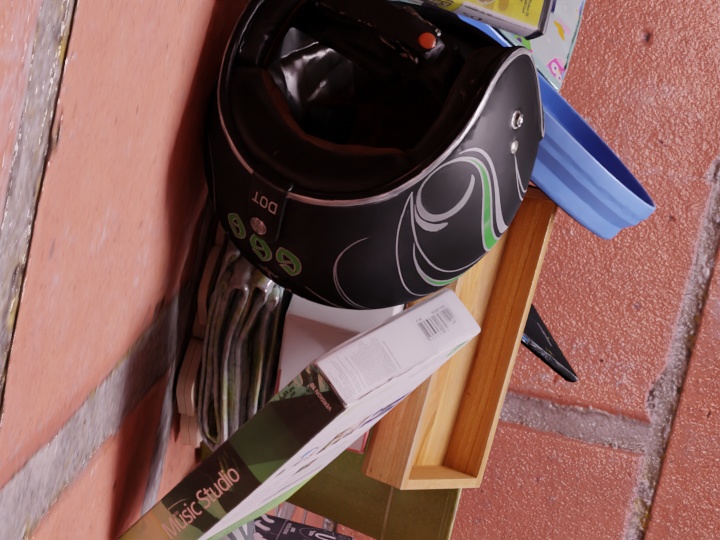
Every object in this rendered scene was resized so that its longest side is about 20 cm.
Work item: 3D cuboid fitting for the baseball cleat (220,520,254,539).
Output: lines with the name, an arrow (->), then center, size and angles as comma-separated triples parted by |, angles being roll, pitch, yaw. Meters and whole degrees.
baseball cleat -> -0.087, 0.210, 1.420 | 0.070, 0.106, 0.200 | -63, 178, 28

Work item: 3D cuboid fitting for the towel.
towel -> -0.058, -0.005, 1.358 | 0.200, 0.048, 0.172 | -72, 175, -45

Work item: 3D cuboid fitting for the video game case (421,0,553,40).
video game case -> 0.049, -0.259, 1.256 | 0.025, 0.180, 0.201 | 169, -63, -69

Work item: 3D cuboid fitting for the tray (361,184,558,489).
tray -> 0.064, 0.039, 1.356 | 0.099, 0.037, 0.201 | 7, 99, -56

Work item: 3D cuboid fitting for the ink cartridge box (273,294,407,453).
ink cartridge box -> 0.000, 0.000, 1.356 | 0.117, 0.067, 0.200 | 101, 5, -47

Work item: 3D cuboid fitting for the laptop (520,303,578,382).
laptop -> 0.093, -0.043, 1.486 | 0.103, 0.200, 0.177 | -48, -165, 9

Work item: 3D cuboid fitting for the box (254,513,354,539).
box -> -0.083, 0.325, 1.824 | 0.132, 0.114, 0.201 | -59, 161, -80

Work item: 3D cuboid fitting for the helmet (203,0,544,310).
helmet -> 0.008, -0.075, 1.192 | 0.191, 0.199, 0.201 | 69, 34, -70

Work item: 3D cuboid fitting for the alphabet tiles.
alphabet tiles -> -0.087, 0.010, 1.391 | 0.196, 0.015, 0.201 | 91, 12, -62

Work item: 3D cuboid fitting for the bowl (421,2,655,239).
bowl -> 0.106, -0.098, 1.360 | 0.039, 0.201, 0.201 | -45, -178, 11

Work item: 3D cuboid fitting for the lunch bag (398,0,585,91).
lunch bag -> 0.072, -0.207, 1.605 | 0.122, 0.199, 0.171 | 100, 6, -45

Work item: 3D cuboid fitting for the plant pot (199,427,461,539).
plant pot -> -0.011, 0.103, 1.531 | 0.200, 0.189, 0.201 | 14, 90, -87

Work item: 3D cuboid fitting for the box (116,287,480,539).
box -> -0.036, 0.094, 1.211 | 0.200, 0.036, 0.144 | -45, 169, 35
